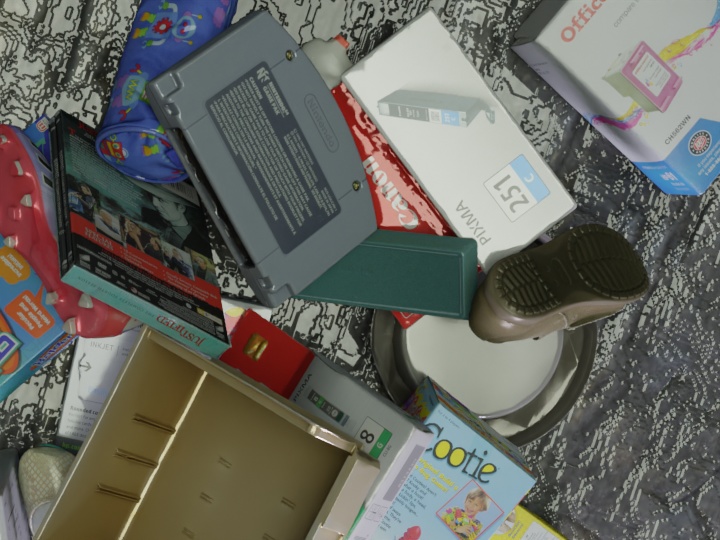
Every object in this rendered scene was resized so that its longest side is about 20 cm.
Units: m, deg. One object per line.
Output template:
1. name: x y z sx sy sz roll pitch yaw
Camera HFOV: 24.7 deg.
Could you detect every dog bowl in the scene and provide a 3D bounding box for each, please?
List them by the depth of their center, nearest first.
1. dog bowl: 0.100 0.052 1.405 0.198 0.059 0.202 -1 94 -11

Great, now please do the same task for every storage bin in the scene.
1. storage bin: -0.116 0.178 1.228 0.094 0.198 0.201 31 86 -55

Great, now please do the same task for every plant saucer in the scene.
1. plant saucer: 0.000 0.000 1.343 0.198 0.019 0.071 6 112 21

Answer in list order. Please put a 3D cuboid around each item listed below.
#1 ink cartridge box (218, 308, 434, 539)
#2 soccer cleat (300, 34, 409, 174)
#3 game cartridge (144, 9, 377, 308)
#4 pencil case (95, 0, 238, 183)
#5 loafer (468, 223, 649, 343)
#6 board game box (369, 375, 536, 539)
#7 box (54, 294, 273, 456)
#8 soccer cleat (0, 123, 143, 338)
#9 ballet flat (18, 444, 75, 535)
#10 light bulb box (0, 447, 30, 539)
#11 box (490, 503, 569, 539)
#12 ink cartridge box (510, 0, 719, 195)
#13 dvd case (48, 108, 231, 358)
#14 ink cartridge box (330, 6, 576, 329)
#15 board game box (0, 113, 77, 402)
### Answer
1. ink cartridge box: -0.064 0.141 1.286 0.199 0.050 0.162 33 92 25
2. soccer cleat: 0.016 -0.110 1.377 0.200 0.069 0.078 44 94 -5
3. game cartridge: -0.069 -0.090 1.268 0.133 0.041 0.201 -40 113 -33
4. pencil case: -0.143 -0.169 1.298 0.086 0.078 0.201 2 65 28
5. loafer: 0.158 0.013 1.338 0.199 0.067 0.077 -8 68 -43
6. board game box: 0.035 0.203 1.330 0.105 0.103 0.200 38 95 -8
7. box: -0.169 0.112 1.370 0.155 0.041 0.202 12 93 -10
8. soccer cleat: -0.231 -0.031 1.272 0.067 0.076 0.201 -49 63 30
9. ballet flat: -0.223 0.233 1.329 0.067 0.062 0.201 -16 117 8
10. light bulb box: -0.317 0.260 1.275 0.124 0.198 0.202 -7 95 -7
11. box: 0.075 0.227 1.421 0.200 0.048 0.118 37 89 -13
12. ink cartridge box: 0.250 -0.182 1.399 0.200 0.085 0.145 41 87 -9
13. dvd case: -0.173 -0.030 1.265 0.145 0.201 0.022 30 118 -33
14. ink cartridge box: 0.047 -0.079 1.325 0.176 0.045 0.200 -37 93 6
15. board game box: -0.279 -0.003 1.316 0.200 0.045 0.152 -41 80 -4
